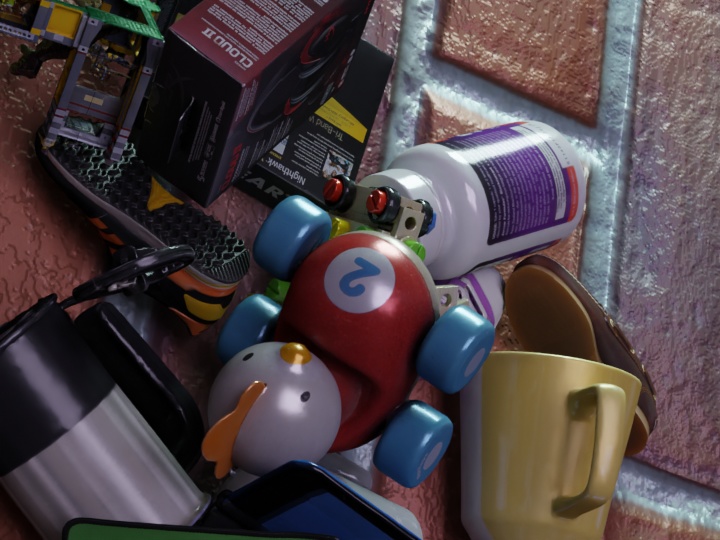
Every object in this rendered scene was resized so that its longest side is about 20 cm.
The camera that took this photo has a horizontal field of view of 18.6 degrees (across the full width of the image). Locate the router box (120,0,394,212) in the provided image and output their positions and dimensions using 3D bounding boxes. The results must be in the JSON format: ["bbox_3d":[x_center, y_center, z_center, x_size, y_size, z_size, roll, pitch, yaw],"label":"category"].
[{"bbox_3d":[-0.082,-0.149,1.775,0.199,0.052,0.158,31,60,-23],"label":"router box"}]

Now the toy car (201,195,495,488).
[{"bbox_3d":[-0.041,0.074,1.556,0.184,0.177,0.200,33,33,17],"label":"toy car"}]

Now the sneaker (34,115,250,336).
[{"bbox_3d":[-0.178,-0.029,1.664,0.200,0.090,0.070,39,39,13],"label":"sneaker"}]

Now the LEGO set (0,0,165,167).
[{"bbox_3d":[-0.239,-0.155,1.629,0.199,0.154,0.116,14,108,-27],"label":"LEGO set"}]

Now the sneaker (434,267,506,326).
[{"bbox_3d":[0.071,0.044,1.780,0.200,0.114,0.073,-34,93,-38],"label":"sneaker"}]

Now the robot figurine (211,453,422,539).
[{"bbox_3d":[-0.033,0.208,1.654,0.199,0.113,0.170,28,46,-24],"label":"robot figurine"}]

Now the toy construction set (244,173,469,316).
[{"bbox_3d":[0.000,0.000,1.683,0.092,0.199,0.132,18,90,-49],"label":"toy construction set"}]

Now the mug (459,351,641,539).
[{"bbox_3d":[0.141,0.151,1.764,0.149,0.187,0.154,6,76,13],"label":"mug"}]

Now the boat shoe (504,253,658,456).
[{"bbox_3d":[0.189,0.064,1.879,0.200,0.070,0.070,58,35,-21],"label":"boat shoe"}]

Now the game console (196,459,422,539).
[{"bbox_3d":[-0.026,0.242,1.533,0.200,0.118,0.171,37,86,-15],"label":"game console"}]

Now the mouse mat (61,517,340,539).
[{"bbox_3d":[-0.106,0.242,1.527,0.199,0.162,0.008,3,31,2],"label":"mouse mat"}]

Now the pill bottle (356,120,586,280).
[{"bbox_3d":[0.084,-0.055,1.805,0.199,0.111,0.112,-16,84,-46],"label":"pill bottle"}]

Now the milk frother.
[{"bbox_3d":[-0.167,0.096,1.545,0.180,0.200,0.188,-43,101,-34],"label":"milk frother"}]

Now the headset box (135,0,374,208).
[{"bbox_3d":[-0.081,-0.151,1.642,0.075,0.149,0.200,37,52,12],"label":"headset box"}]
